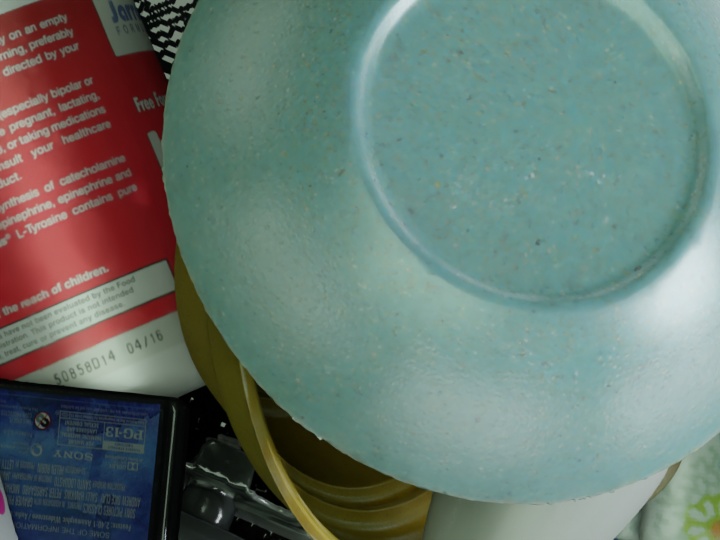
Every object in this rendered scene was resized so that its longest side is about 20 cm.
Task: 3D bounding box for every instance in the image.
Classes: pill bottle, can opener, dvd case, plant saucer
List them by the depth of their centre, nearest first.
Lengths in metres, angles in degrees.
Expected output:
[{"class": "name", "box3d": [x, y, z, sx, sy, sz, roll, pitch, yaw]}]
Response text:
[{"class": "plant saucer", "box3d": [0.045, -0.036, 0.734, 0.200, 0.039, 0.202, 4, 73, -14]}, {"class": "dvd case", "box3d": [-0.132, 0.134, 0.827, 0.142, 0.018, 0.201, 5, 88, 14]}, {"class": "pill bottle", "box3d": [-0.117, -0.043, 0.885, 0.112, 0.112, 0.201, -23, 91, -2]}, {"class": "can opener", "box3d": [0.001, 0.111, 0.919, 0.199, 0.053, 0.067, 20, 77, -5]}]

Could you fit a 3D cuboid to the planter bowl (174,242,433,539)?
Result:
[{"class": "planter bowl", "box3d": [0.000, 0.000, 0.834, 0.083, 0.200, 0.201, 3, 89, 41]}]

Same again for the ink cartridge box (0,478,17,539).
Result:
[{"class": "ink cartridge box", "box3d": [-0.170, 0.047, 0.814, 0.094, 0.037, 0.201, -18, 79, 11]}]

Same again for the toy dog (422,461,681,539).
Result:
[{"class": "toy dog", "box3d": [0.060, 0.091, 0.773, 0.096, 0.132, 0.201, 3, 83, 41]}]

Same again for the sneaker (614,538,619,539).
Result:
[{"class": "sneaker", "box3d": [0.107, 0.016, 0.926, 0.066, 0.078, 0.201, 15, 77, 35]}]

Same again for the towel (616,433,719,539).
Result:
[{"class": "towel", "box3d": [0.172, 0.016, 0.891, 0.171, 0.048, 0.201, 11, 89, -36]}]
